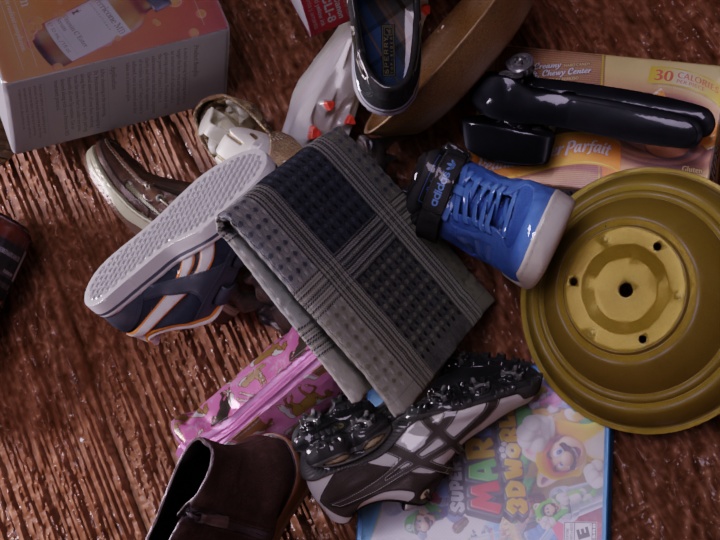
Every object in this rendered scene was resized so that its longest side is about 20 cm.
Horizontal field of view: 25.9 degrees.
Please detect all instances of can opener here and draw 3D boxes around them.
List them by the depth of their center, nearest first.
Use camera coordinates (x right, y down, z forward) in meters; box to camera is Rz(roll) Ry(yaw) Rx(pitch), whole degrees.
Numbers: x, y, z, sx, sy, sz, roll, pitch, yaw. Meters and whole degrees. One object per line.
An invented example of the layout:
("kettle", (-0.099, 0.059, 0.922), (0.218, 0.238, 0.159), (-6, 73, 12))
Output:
("can opener", (0.172, -0.121, 1.196), (0.198, 0.079, 0.063), (6, 33, 25))

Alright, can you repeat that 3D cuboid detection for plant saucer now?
("plant saucer", (0.080, -0.176, 1.259), (0.035, 0.200, 0.201), (40, 89, -9))

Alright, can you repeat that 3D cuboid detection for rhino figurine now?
("rhino figurine", (-0.023, -0.033, 1.290), (0.201, 0.087, 0.060), (-53, 22, -4))

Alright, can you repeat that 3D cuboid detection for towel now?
("towel", (0.000, 0.000, 1.185), (0.200, 0.193, 0.035), (48, 126, -2))

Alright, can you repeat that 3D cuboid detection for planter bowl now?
("planter bowl", (0.201, 0.018, 1.141), (0.199, 0.083, 0.203), (-2, 84, 23))

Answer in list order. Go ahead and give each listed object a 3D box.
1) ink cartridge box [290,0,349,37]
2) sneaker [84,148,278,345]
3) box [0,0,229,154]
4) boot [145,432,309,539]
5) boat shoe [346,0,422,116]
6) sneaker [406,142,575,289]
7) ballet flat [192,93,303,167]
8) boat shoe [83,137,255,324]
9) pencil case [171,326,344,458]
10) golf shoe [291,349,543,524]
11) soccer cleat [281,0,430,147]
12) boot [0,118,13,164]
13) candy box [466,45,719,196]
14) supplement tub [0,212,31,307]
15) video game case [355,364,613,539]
("ink cartridge box", (0.012, -0.321, 1.292), (0.199, 0.145, 0.146), (-23, 47, -4))
("sneaker", (-0.125, -0.015, 1.247), (0.199, 0.079, 0.079), (-36, 31, 24))
("box", (-0.232, -0.214, 1.369), (0.198, 0.107, 0.153), (-17, 64, -16))
("boot", (-0.118, 0.211, 1.179), (0.072, 0.166, 0.201), (30, 99, 29))
("boat shoe", (0.018, -0.217, 1.158), (0.068, 0.057, 0.202), (-5, 82, -4))
("sneaker", (0.088, -0.045, 1.165), (0.111, 0.200, 0.077), (26, 92, -5))
("ballet flat", (-0.097, -0.097, 1.295), (0.071, 0.065, 0.200), (-63, 28, 8))
("boat shoe", (-0.154, -0.049, 1.347), (0.075, 0.075, 0.203), (-44, 75, 9))
("pencil case", (-0.057, 0.091, 1.245), (0.200, 0.086, 0.083), (-41, 39, 11))
("golf shoe", (0.049, 0.127, 1.197), (0.198, 0.095, 0.078), (-18, 24, -7))
("soccer cleat", (-0.011, -0.176, 1.340), (0.077, 0.069, 0.201), (7, 62, 57))
("boot", (-0.383, -0.188, 1.489), (0.165, 0.072, 0.202), (-3, 73, 33))
("candy box", (0.190, -0.109, 1.244), (0.198, 0.055, 0.116), (9, 76, 24))
("supplement tub", (-0.377, 0.036, 1.384), (0.106, 0.107, 0.201), (19, 80, 25))
("video game case", (0.096, 0.145, 1.215), (0.198, 0.018, 0.145), (-2, 72, 21))
